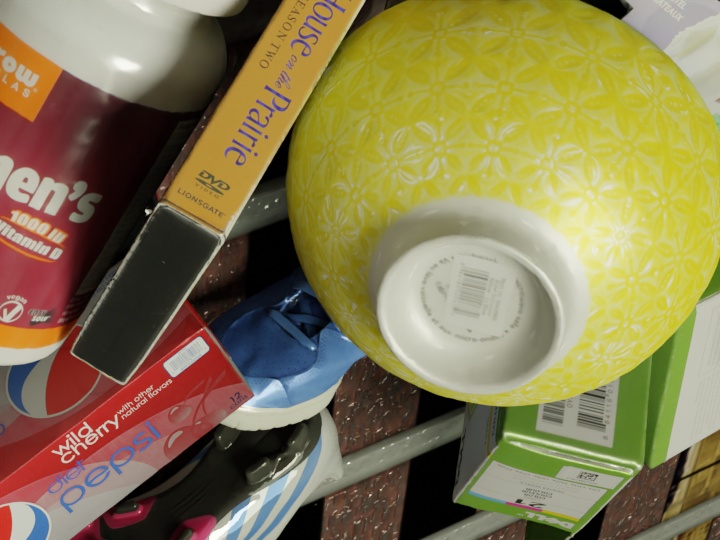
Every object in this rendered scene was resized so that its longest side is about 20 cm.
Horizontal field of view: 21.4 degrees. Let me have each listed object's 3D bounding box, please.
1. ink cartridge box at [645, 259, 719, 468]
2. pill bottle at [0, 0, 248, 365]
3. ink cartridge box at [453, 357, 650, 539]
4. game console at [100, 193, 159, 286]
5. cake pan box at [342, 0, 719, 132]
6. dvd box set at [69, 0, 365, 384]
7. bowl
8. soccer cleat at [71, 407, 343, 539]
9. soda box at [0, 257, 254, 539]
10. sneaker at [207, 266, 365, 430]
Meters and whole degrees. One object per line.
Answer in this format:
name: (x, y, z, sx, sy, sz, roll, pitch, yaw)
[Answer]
ink cartridge box: (0.244, 0.016, 1.203, 0.200, 0.076, 0.148, -26, 142, -24)
pill bottle: (-0.120, -0.069, 0.748, 0.109, 0.110, 0.200, 9, 123, -47)
ink cartridge box: (0.095, 0.071, 1.056, 0.076, 0.148, 0.200, 14, 151, -7)
game console: (-0.174, 0.046, 0.901, 0.200, 0.031, 0.177, -28, 138, -17)
cake pan box: (0.108, -0.097, 0.849, 0.200, 0.052, 0.184, 37, 128, -20)
dvd box set: (-0.042, -0.063, 0.758, 0.200, 0.029, 0.146, -62, -173, -31)
bowl: (0.056, -0.010, 0.816, 0.200, 0.108, 0.200, 7, 124, 10)
soccer cleat: (-0.091, 0.147, 1.044, 0.200, 0.070, 0.086, -36, 144, -6)
soda box: (-0.153, 0.082, 0.872, 0.200, 0.070, 0.063, -38, 140, -6)
sneaker: (-0.001, -0.001, 0.948, 0.200, 0.077, 0.111, -23, 147, -37)
